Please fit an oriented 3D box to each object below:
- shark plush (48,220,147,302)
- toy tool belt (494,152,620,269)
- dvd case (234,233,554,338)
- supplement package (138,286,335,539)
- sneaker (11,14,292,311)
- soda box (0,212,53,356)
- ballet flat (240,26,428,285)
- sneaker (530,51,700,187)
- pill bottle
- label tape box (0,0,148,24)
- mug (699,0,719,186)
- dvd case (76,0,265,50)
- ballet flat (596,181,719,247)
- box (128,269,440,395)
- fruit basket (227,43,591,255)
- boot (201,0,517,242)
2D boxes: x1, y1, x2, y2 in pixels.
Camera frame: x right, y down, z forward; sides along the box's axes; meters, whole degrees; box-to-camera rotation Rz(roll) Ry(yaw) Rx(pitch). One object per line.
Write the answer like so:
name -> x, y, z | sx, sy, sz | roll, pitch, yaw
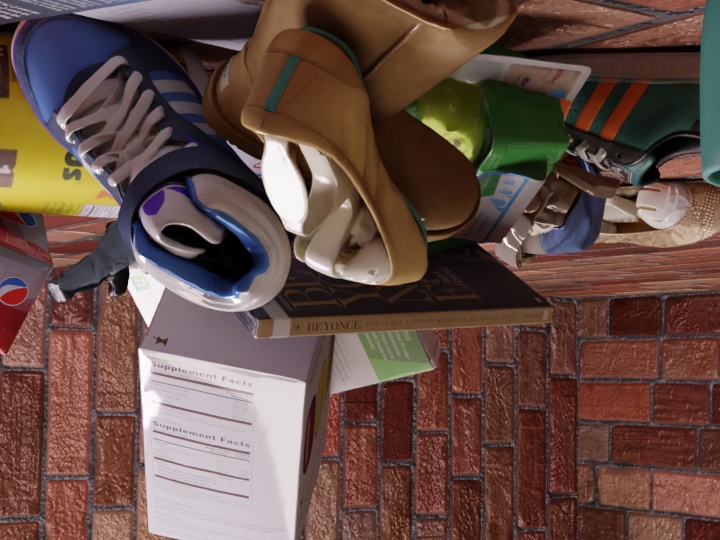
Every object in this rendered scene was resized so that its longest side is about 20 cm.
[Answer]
shark plush -> -0.149, -0.043, 1.040 | 0.083, 0.200, 0.091 | 42, 153, -4
toy tool belt -> 0.160, -0.060, 1.213 | 0.122, 0.126, 0.200 | 8, 179, 21
dvd case -> 0.000, 0.000, 0.948 | 0.198, 0.016, 0.149 | -2, -155, -26
supplement package -> -0.081, 0.088, 1.025 | 0.108, 0.114, 0.201 | 11, 137, 5
sneaker -> -0.111, -0.061, 0.807 | 0.080, 0.200, 0.147 | -42, -168, 4
soda box -> -0.253, -0.022, 1.008 | 0.063, 0.070, 0.200 | 26, -167, -23
ballet flat -> -0.016, -0.035, 0.735 | 0.068, 0.063, 0.201 | 18, 154, 26
sneaker -> 0.156, -0.095, 0.979 | 0.198, 0.081, 0.071 | 0, 176, 19
pill bottle -> -0.164, -0.088, 0.949 | 0.198, 0.110, 0.109 | 2, 176, -23
label tape box -> -0.156, -0.138, 0.570 | 0.198, 0.064, 0.144 | -2, 176, 33
mug -> 0.242, -0.100, 0.670 | 0.184, 0.116, 0.151 | -3, 174, 36
dvd case -> -0.085, -0.145, 0.782 | 0.142, 0.018, 0.199 | -2, 175, 43
ballet flat -> 0.289, -0.061, 1.577 | 0.199, 0.071, 0.065 | -7, 157, 41
box -> -0.058, 0.028, 1.097 | 0.198, 0.145, 0.036 | -14, -155, 22
fruit basket -> 0.017, -0.070, 0.915 | 0.198, 0.094, 0.186 | -4, 151, -23
boot -> 0.020, -0.087, 0.741 | 0.174, 0.067, 0.200 | 21, 157, -17
